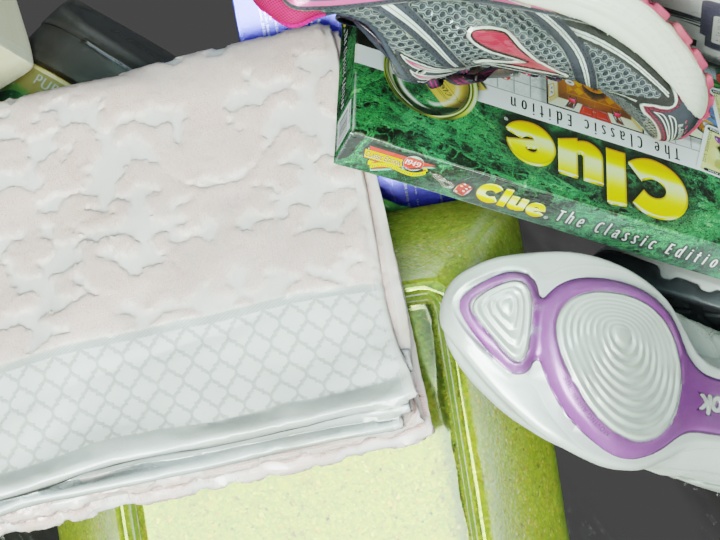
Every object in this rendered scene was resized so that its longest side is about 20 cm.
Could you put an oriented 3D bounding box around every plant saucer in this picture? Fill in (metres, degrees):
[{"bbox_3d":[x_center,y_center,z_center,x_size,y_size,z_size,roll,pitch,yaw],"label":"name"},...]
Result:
[{"bbox_3d":[-0.023,0.082,1.046,0.199,0.048,0.200,-9,87,2],"label":"plant saucer"}]

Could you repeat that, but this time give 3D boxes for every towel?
[{"bbox_3d":[-0.087,0.001,1.021,0.200,0.032,0.191,-13,55,-2],"label":"towel"}]

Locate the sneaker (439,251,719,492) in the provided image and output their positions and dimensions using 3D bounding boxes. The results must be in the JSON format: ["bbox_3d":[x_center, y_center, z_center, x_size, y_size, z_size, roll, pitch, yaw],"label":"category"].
[{"bbox_3d":[0.108,0.051,1.052,0.200,0.100,0.075,22,75,-25],"label":"sneaker"}]

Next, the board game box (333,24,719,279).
[{"bbox_3d":[0.086,-0.057,1.068,0.200,0.023,0.105,16,50,-16],"label":"board game box"}]

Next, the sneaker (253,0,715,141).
[{"bbox_3d":[0.046,-0.096,1.017,0.200,0.081,0.075,25,96,-27],"label":"sneaker"}]

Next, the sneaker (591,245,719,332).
[{"bbox_3d":[0.194,0.012,1.119,0.200,0.072,0.083,13,55,6],"label":"sneaker"}]

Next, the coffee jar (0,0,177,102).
[{"bbox_3d":[-0.135,-0.008,1.124,0.104,0.085,0.200,32,82,10],"label":"coffee jar"}]

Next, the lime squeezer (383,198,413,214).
[{"bbox_3d":[0.000,0.000,1.090,0.071,0.038,0.200,-43,89,1],"label":"lime squeezer"}]

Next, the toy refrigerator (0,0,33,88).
[{"bbox_3d":[-0.240,-0.077,1.115,0.200,0.070,0.076,-28,62,18],"label":"toy refrigerator"}]

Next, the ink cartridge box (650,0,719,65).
[{"bbox_3d":[0.138,-0.142,1.078,0.145,0.200,0.084,20,82,8],"label":"ink cartridge box"}]

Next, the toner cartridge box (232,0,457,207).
[{"bbox_3d":[-0.002,-0.093,1.119,0.095,0.043,0.200,-9,100,0],"label":"toner cartridge box"}]
